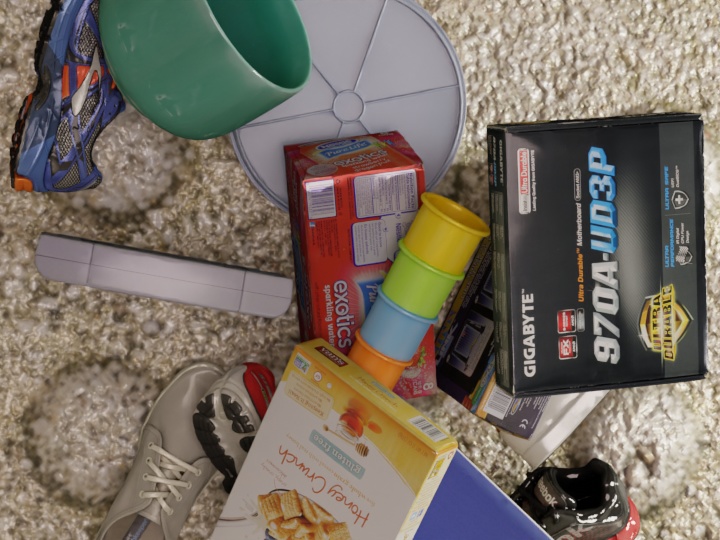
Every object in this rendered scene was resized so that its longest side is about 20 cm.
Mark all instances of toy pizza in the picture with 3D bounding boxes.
[{"bbox_3d":[-0.011,-0.135,1.401,0.198,0.032,0.202,-1,100,-8],"label":"toy pizza"}]

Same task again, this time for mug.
[{"bbox_3d":[-0.120,-0.181,1.311,0.114,0.185,0.153,-27,94,24],"label":"mug"}]

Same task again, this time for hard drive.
[{"bbox_3d":[0.058,0.212,1.321,0.200,0.025,0.132,42,92,20],"label":"hard drive"}]

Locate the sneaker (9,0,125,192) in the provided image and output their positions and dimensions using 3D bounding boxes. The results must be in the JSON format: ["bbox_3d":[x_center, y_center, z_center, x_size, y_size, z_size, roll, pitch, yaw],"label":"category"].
[{"bbox_3d":[-0.220,-0.154,1.352,0.078,0.075,0.202,13,102,-20],"label":"sneaker"}]

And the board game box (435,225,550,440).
[{"bbox_3d":[0.132,0.020,1.375,0.056,0.165,0.201,25,92,-14],"label":"board game box"}]

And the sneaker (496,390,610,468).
[{"bbox_3d":[0.185,0.067,1.439,0.085,0.073,0.200,43,77,10],"label":"sneaker"}]

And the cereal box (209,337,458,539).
[{"bbox_3d":[-0.025,0.174,1.299,0.143,0.039,0.201,34,114,24],"label":"cereal box"}]

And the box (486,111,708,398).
[{"bbox_3d":[0.177,-0.014,1.272,0.157,0.046,0.202,-4,98,-13],"label":"box"}]

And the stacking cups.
[{"bbox_3d":[0.023,0.039,1.305,0.060,0.061,0.201,28,106,-11],"label":"stacking cups"}]

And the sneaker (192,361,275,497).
[{"bbox_3d":[-0.067,0.166,1.408,0.076,0.085,0.201,-1,118,31],"label":"sneaker"}]

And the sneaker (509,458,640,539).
[{"bbox_3d":[0.139,0.217,1.433,0.199,0.071,0.098,-22,133,-8],"label":"sneaker"}]

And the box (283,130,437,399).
[{"bbox_3d":[0.000,0.000,1.366,0.099,0.096,0.202,-8,112,-9],"label":"box"}]

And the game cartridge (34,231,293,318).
[{"bbox_3d":[-0.156,0.003,1.342,0.198,0.133,0.042,10,95,-10],"label":"game cartridge"}]

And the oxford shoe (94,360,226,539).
[{"bbox_3d":[-0.158,0.170,1.399,0.075,0.058,0.201,28,89,-8],"label":"oxford shoe"}]
